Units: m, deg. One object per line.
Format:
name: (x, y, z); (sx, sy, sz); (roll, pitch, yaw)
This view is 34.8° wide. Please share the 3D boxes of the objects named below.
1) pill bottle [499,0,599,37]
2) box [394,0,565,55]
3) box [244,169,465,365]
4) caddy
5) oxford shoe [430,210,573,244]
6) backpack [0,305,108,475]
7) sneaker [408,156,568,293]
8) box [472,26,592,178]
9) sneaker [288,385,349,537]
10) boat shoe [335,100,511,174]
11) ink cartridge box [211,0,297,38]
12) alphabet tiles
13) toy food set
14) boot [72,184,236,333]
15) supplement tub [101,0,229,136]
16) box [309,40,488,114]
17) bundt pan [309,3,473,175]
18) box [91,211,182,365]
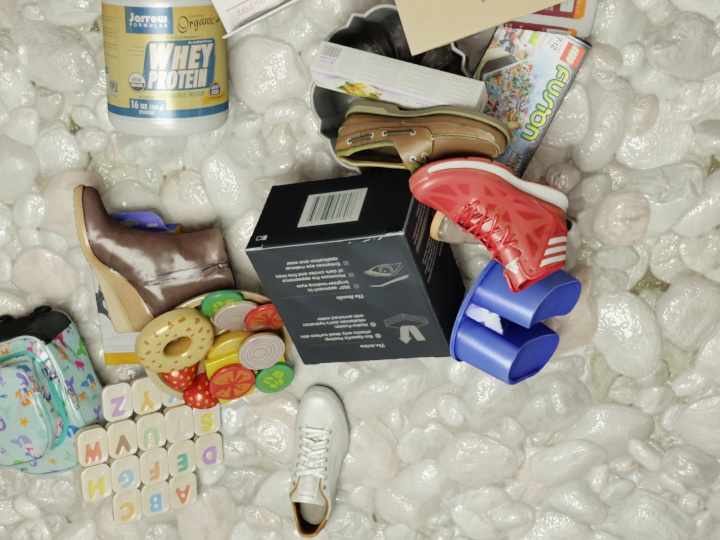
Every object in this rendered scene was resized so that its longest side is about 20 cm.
pill bottle: (0.162, -0.324, 1.252); (0.197, 0.114, 0.116); (9, 109, 6)
box: (0.121, -0.334, 1.186); (0.198, 0.021, 0.166); (-18, 97, 11)
box: (0.000, 0.000, 1.341); (0.194, 0.118, 0.201); (-5, 132, 22)
caddy: (0.174, 0.048, 1.346); (0.104, 0.199, 0.143); (28, 107, 24)
oxford shoe: (0.165, -0.059, 1.318); (0.073, 0.198, 0.072); (40, 130, 38)
backpack: (-0.423, 0.171, 1.489); (0.176, 0.151, 0.202); (-14, 115, 25)
sneaker: (0.145, -0.045, 1.226); (0.197, 0.117, 0.078); (9, 151, -23)
box: (0.177, -0.200, 1.353); (0.109, 0.035, 0.202); (26, 109, -1)
sneaker: (-0.055, 0.255, 1.502); (0.072, 0.085, 0.203); (3, 106, 7)
boat shoe: (0.066, -0.134, 1.246); (0.198, 0.069, 0.072); (7, 153, 30)
ink cartridge box: (-0.098, -0.319, 1.262); (0.115, 0.200, 0.067); (-24, 103, 13)
alphabet tiles: (-0.271, 0.231, 1.493); (0.198, 0.015, 0.198); (-11, 111, -31)
toy food set: (-0.174, 0.100, 1.439); (0.196, 0.049, 0.201); (-20, 135, -5)
boot: (-0.252, -0.030, 1.416); (0.164, 0.072, 0.202); (-18, 104, -1)
supplement tub: (-0.225, -0.266, 1.324); (0.142, 0.145, 0.203); (2, 108, 6)
box: (0.041, -0.205, 1.262); (0.198, 0.039, 0.042); (17, 73, 18)
bundt pan: (0.045, -0.205, 1.330); (0.199, 0.076, 0.205); (5, 104, 21)
box: (-0.281, 0.021, 1.479); (0.117, 0.042, 0.203); (-2, 105, 7)
